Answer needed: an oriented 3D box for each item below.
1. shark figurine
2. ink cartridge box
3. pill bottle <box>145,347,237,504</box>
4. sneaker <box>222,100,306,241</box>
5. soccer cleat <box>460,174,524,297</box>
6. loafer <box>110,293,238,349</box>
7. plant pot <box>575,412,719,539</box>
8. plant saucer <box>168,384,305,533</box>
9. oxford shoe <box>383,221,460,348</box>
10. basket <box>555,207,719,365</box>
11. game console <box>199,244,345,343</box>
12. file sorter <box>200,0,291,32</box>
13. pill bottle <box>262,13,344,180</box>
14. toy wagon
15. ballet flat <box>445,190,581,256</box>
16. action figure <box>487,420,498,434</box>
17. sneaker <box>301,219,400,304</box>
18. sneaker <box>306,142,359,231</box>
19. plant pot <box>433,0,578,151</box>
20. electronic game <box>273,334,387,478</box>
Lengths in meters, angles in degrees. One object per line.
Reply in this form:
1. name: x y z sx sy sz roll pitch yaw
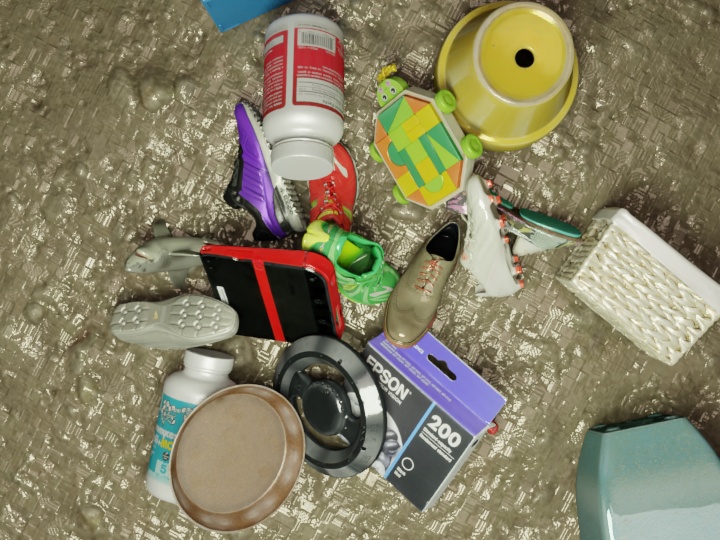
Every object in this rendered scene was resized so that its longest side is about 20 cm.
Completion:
1. shark figurine: -0.228 -0.004 1.286 0.211 0.129 0.091 6 117 -17
2. ink cartridge box: 0.068 0.190 1.231 0.197 0.043 0.201 39 113 19
3. pill bottle: -0.229 0.214 1.260 0.109 0.111 0.203 11 91 0
4. sneaker: -0.155 -0.134 1.273 0.098 0.070 0.203 -22 88 9
5. soccer cleat: 0.167 -0.038 1.233 0.076 0.070 0.202 -13 127 15
6. loafer: -0.252 0.075 1.256 0.197 0.070 0.071 1 65 23
7. plant pot: 0.394 0.303 1.223 0.193 0.196 0.203 -11 83 1
8. plant saucer: -0.168 0.249 1.218 0.198 0.034 0.204 -6 101 -31
9. oxford shoe: 0.084 0.013 1.222 0.070 0.075 0.201 22 54 5
10. basket: 0.381 0.022 1.239 0.199 0.136 0.124 38 93 0
11. game console: -0.114 0.035 1.217 0.174 0.201 0.031 8 55 11
12. file sorter: -0.136 -0.438 1.233 0.198 0.139 0.124 -24 87 1
13. pill bottle: -0.077 -0.232 1.223 0.110 0.112 0.203 0 74 1
14. toy wagon: 0.073 -0.186 1.238 0.154 0.039 0.202 -31 90 44
15. ballet flat: 0.211 -0.065 1.278 0.198 0.069 0.072 26 110 4
16. action figure: 0.106 0.187 1.263 0.198 0.099 0.066 29 114 -3
17. sneaker: 0.000 0.000 1.213 0.083 0.199 0.075 17 80 40
18. sneaker: -0.039 -0.085 1.264 0.076 0.085 0.204 -1 92 -1
19. plant pot: 0.202 -0.268 1.207 0.197 0.189 0.204 0 92 0
20. electronic game: -0.045 0.187 1.247 0.198 0.041 0.203 9 105 36
